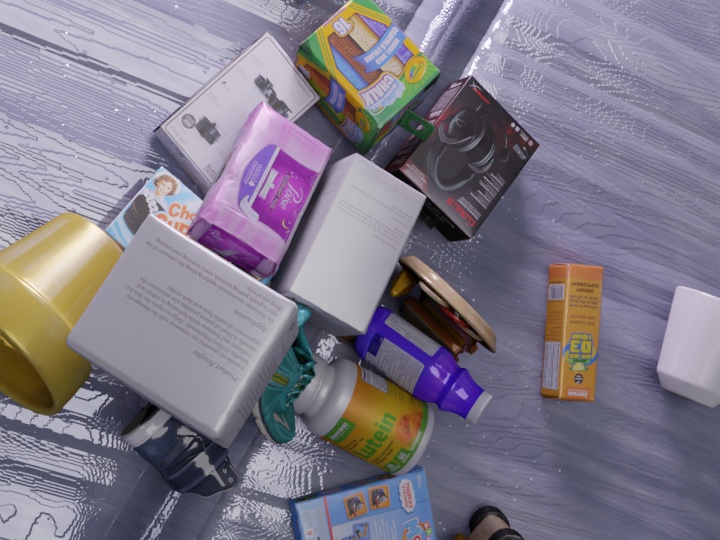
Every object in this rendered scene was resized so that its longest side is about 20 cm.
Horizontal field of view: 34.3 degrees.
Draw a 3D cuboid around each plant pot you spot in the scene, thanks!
[{"bbox_3d":[-0.382,0.040,1.420,0.201,0.200,0.189,48,58,-13],"label":"plant pot"}]

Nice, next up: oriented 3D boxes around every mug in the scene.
[{"bbox_3d":[0.543,0.130,1.789,0.185,0.149,0.155,23,89,-12],"label":"mug"}]

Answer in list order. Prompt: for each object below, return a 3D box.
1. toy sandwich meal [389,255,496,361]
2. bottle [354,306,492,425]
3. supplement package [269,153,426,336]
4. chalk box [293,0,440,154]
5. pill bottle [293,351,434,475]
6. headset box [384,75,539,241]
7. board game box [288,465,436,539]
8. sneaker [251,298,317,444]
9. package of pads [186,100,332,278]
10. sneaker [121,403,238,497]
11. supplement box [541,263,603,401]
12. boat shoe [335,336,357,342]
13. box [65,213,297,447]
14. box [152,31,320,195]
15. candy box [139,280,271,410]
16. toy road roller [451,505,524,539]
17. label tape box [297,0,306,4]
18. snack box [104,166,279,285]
[{"bbox_3d":[0.104,0.061,1.594,0.070,0.205,0.205,-46,104,-2],"label":"toy sandwich meal"},{"bbox_3d":[0.086,0.133,1.585,0.199,0.084,0.065,34,51,14],"label":"bottle"},{"bbox_3d":[-0.020,-0.030,1.516,0.116,0.117,0.202,30,76,-17],"label":"supplement package"},{"bbox_3d":[0.018,-0.248,1.580,0.124,0.125,0.200,-42,88,-16],"label":"chalk box"},{"bbox_3d":[-0.008,0.189,1.590,0.199,0.111,0.112,29,79,-18],"label":"pill bottle"},{"bbox_3d":[0.137,-0.151,1.672,0.149,0.077,0.201,42,74,-15],"label":"headset box"},{"bbox_3d":[0.009,0.372,1.632,0.197,0.037,0.154,-11,93,-20],"label":"board game box"},{"bbox_3d":[-0.095,0.132,1.476,0.079,0.078,0.203,7,113,15],"label":"sneaker"},{"bbox_3d":[-0.124,-0.102,1.483,0.120,0.076,0.202,31,60,-14],"label":"package of pads"},{"bbox_3d":[-0.180,0.188,1.469,0.202,0.077,0.147,-43,104,-15],"label":"sneaker"},{"bbox_3d":[0.315,0.093,1.740,0.066,0.069,0.203,4,89,-18],"label":"supplement box"},{"bbox_3d":[0.000,0.000,1.620,0.071,0.068,0.203,10,86,-20],"label":"boat shoe"},{"bbox_3d":[-0.193,0.076,1.329,0.198,0.200,0.172,31,78,4],"label":"box"},{"bbox_3d":[-0.165,-0.209,1.566,0.200,0.060,0.117,-45,104,-15],"label":"box"},{"bbox_3d":[-0.203,0.083,1.539,0.165,0.071,0.203,1,89,-21],"label":"candy box"},{"bbox_3d":[0.203,0.449,1.666,0.200,0.123,0.146,44,90,-14],"label":"toy road roller"},{"bbox_3d":[-0.066,-0.492,1.608,0.142,0.066,0.202,-32,101,-19],"label":"label tape box"},{"bbox_3d":[-0.214,-0.022,1.481,0.199,0.037,0.117,40,65,-6],"label":"snack box"}]
